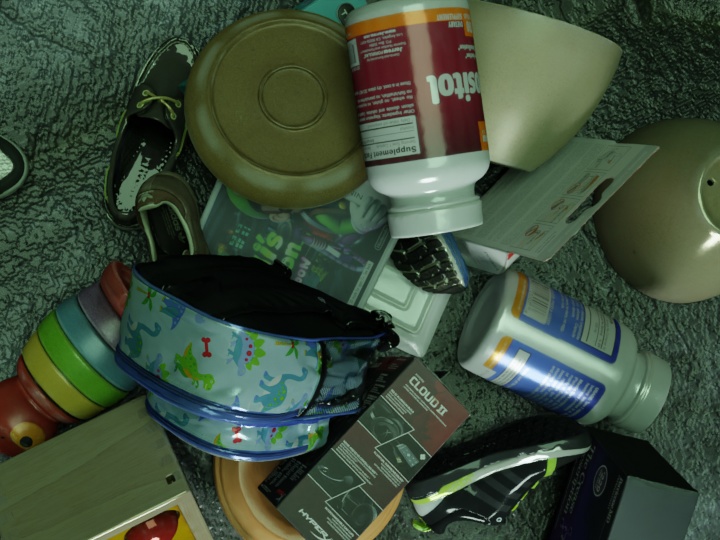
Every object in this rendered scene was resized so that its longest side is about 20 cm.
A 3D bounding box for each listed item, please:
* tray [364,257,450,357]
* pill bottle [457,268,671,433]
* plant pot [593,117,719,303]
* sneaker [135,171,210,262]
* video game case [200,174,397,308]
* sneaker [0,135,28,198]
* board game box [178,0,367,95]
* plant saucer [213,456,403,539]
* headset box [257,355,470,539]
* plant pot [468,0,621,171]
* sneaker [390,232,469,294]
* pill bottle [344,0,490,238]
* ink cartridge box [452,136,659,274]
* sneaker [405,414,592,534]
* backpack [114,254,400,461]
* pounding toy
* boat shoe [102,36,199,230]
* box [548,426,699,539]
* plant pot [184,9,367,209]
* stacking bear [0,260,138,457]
[{"bbox_3d":[0.000,0.000,1.154,0.199,0.022,0.108,26,80,-8],"label":"tray"},{"bbox_3d":[0.208,0.088,1.143,0.199,0.112,0.113,26,81,-9],"label":"pill bottle"},{"bbox_3d":[0.361,-0.071,1.174,0.198,0.134,0.203,1,85,-11],"label":"plant pot"},{"bbox_3d":[-0.165,0.010,1.057,0.070,0.076,0.202,-19,105,14],"label":"sneaker"},{"bbox_3d":[-0.069,-0.021,1.087,0.181,0.023,0.201,26,109,0],"label":"video game case"},{"bbox_3d":[-0.411,-0.123,1.050,0.198,0.088,0.076,21,80,-10],"label":"sneaker"},{"bbox_3d":[-0.057,-0.174,1.121,0.199,0.047,0.152,-36,110,-14],"label":"board game box"},{"bbox_3d":[-0.047,0.192,1.122,0.198,0.037,0.202,1,86,-11],"label":"plant saucer"},{"bbox_3d":[0.005,0.161,1.041,0.200,0.149,0.077,-45,96,-12],"label":"headset box"},{"bbox_3d":[0.141,-0.175,1.111,0.198,0.200,0.136,15,96,-10],"label":"plant pot"},{"bbox_3d":[0.063,-0.069,1.122,0.089,0.078,0.201,-38,108,-39],"label":"sneaker"},{"bbox_3d":[0.054,-0.135,0.996,0.112,0.113,0.202,-10,96,-12],"label":"pill bottle"},{"bbox_3d":[0.191,-0.061,1.106,0.161,0.200,0.050,-45,114,-11],"label":"ink cartridge box"},{"bbox_3d":[0.142,0.210,1.134,0.198,0.072,0.083,-19,105,12],"label":"sneaker"},{"bbox_3d":[-0.103,0.074,0.950,0.182,0.199,0.148,24,100,35],"label":"backpack"},{"bbox_3d":[-0.208,0.236,1.021,0.183,0.201,0.143,-25,62,-12],"label":"pounding toy"},{"bbox_3d":[-0.200,-0.139,1.106,0.071,0.061,0.203,17,82,-9],"label":"boat shoe"},{"bbox_3d":[0.241,0.274,1.094,0.078,0.141,0.202,14,99,-10],"label":"box"},{"bbox_3d":[-0.064,-0.156,1.042,0.198,0.028,0.202,2,74,-8],"label":"plant pot"},{"bbox_3d":[-0.270,0.095,1.051,0.200,0.114,0.122,-41,129,-1],"label":"stacking bear"}]
